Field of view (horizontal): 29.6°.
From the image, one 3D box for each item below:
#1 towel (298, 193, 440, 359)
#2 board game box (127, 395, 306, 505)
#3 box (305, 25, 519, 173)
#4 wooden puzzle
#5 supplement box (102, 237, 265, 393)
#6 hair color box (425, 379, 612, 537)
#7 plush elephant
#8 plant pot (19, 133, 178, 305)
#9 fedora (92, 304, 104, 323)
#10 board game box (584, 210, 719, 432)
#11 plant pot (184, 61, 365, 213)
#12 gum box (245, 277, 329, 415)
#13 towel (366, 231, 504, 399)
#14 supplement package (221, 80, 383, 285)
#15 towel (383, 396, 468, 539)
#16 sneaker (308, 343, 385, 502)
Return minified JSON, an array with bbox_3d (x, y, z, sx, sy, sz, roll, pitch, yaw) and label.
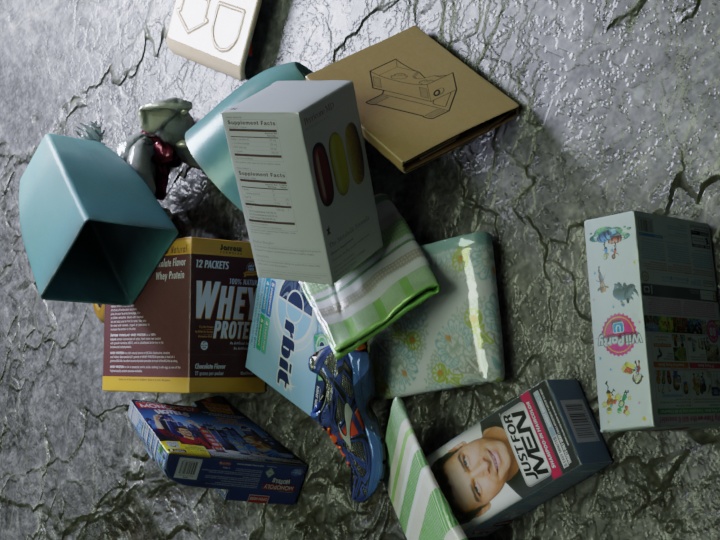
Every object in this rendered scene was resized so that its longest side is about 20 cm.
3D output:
[{"bbox_3d":[0.000,0.000,1.582,0.149,0.031,0.200,-36,37,6],"label":"towel"},{"bbox_3d":[-0.203,0.226,1.786,0.200,0.199,0.062,38,112,56],"label":"board game box"},{"bbox_3d":[0.058,-0.201,1.567,0.200,0.163,0.021,45,153,38],"label":"box"},{"bbox_3d":[-0.189,-0.381,1.902,0.185,0.046,0.201,27,110,44],"label":"wooden puzzle"},{"bbox_3d":[-0.238,0.064,1.848,0.197,0.132,0.201,-4,84,45],"label":"supplement box"},{"bbox_3d":[0.166,0.206,1.479,0.200,0.060,0.099,-39,60,37],"label":"hair color box"},{"bbox_3d":[-0.280,-0.163,1.915,0.155,0.165,0.200,-36,94,-2],"label":"plush elephant"},{"bbox_3d":[-0.364,-0.077,1.794,0.141,0.141,0.200,-53,52,28],"label":"plant pot"},{"bbox_3d":[-0.349,-0.019,1.984,0.200,0.081,0.202,175,90,-70],"label":"fedora"},{"bbox_3d":[0.286,0.052,1.310,0.064,0.147,0.201,-13,77,43],"label":"board game box"},{"bbox_3d":[-0.089,-0.157,1.681,0.161,0.200,0.201,-44,56,12],"label":"plant pot"},{"bbox_3d":[-0.069,0.077,1.705,0.200,0.044,0.171,30,115,51],"label":"gum box"},{"bbox_3d":[0.082,0.056,1.589,0.199,0.048,0.172,-15,79,44],"label":"towel"},{"bbox_3d":[-0.063,-0.101,1.525,0.109,0.114,0.201,5,118,34],"label":"supplement package"},{"bbox_3d":[0.070,0.265,1.536,0.153,0.023,0.201,98,155,-48],"label":"towel"},{"bbox_3d":[-0.019,0.177,1.607,0.075,0.078,0.201,-146,47,-80],"label":"sneaker"}]
